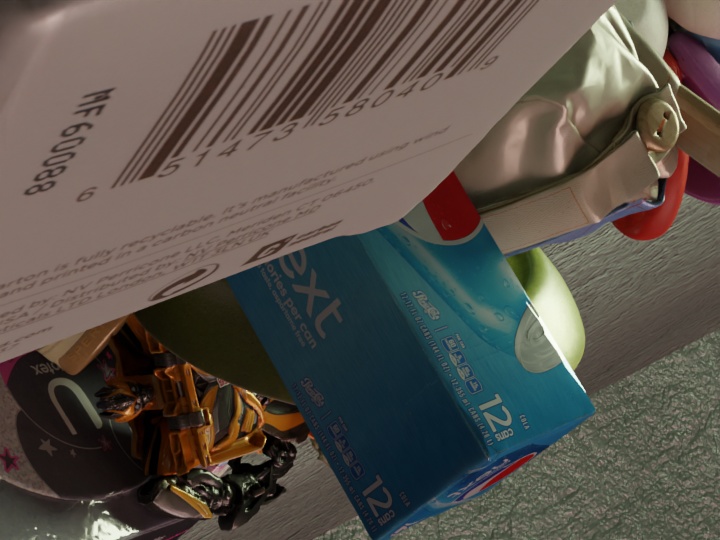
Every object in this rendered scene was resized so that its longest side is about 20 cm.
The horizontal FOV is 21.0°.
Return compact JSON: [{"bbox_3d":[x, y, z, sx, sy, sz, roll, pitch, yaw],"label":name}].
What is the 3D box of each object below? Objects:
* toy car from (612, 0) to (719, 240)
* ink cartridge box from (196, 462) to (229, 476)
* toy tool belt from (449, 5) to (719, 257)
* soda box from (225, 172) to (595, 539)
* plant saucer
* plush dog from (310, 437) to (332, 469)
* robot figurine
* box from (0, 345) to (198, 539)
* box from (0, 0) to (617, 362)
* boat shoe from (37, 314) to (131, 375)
[{"bbox_3d":[0.157,-0.096,1.051,0.199,0.150,0.175,-26,167,-20],"label":"toy car"},{"bbox_3d":[-0.105,0.056,1.021,0.200,0.116,0.067,-46,175,0],"label":"ink cartridge box"},{"bbox_3d":[0.046,-0.044,0.763,0.123,0.125,0.200,28,150,-35],"label":"toy tool belt"},{"bbox_3d":[-0.005,-0.013,0.680,0.064,0.201,0.068,-17,162,-46],"label":"soda box"},{"bbox_3d":[0.000,0.000,0.827,0.200,0.200,0.031,-18,126,-45],"label":"plant saucer"},{"bbox_3d":[-0.077,0.042,1.177,0.199,0.161,0.172,11,162,-29],"label":"plush dog"},{"bbox_3d":[-0.034,0.037,0.910,0.199,0.146,0.058,-16,-175,-41],"label":"robot figurine"},{"bbox_3d":[-0.185,0.100,0.870,0.115,0.132,0.200,-40,165,27],"label":"box"},{"bbox_3d":[-0.061,-0.097,0.461,0.198,0.172,0.200,-22,166,-36],"label":"box"},{"bbox_3d":[-0.126,-0.020,0.817,0.072,0.065,0.200,-51,-165,11],"label":"boat shoe"}]
